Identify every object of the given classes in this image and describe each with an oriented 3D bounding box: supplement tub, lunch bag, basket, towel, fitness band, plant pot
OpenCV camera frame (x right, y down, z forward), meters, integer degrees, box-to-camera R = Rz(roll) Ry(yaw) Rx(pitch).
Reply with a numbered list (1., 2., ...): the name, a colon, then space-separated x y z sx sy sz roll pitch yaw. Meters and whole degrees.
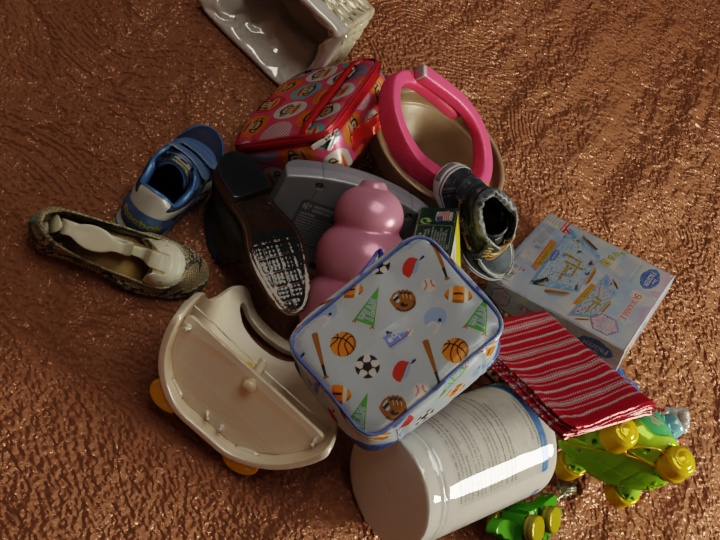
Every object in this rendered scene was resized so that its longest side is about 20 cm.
1. supplement tub: 0.103 0.205 1.052 0.199 0.132 0.133 -10 64 -38
2. lunch bag: -0.044 -0.183 1.211 0.201 0.175 0.082 -60 137 -44
3. basket: -0.096 -0.360 1.336 0.200 0.136 0.123 44 44 2
4. lunch bag: 0.036 0.066 0.975 0.199 0.076 0.160 -37 67 -13
5. towel: 0.221 0.111 1.107 0.144 0.023 0.200 -8 36 -33
6. fitness band: 0.097 -0.167 1.209 0.199 0.037 0.145 27 56 -42
7. plant pot: 0.087 -0.141 1.321 0.199 0.093 0.202 17 51 -23

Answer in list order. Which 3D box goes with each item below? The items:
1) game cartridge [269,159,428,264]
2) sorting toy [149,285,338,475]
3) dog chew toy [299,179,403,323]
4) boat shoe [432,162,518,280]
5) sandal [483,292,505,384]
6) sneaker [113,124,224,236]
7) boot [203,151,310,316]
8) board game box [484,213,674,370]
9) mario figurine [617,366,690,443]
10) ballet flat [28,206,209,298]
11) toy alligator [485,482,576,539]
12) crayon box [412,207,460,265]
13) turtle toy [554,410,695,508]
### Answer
1. game cartridge: -0.017 -0.058 1.165 0.199 0.134 0.041 18 43 -22
2. sorting toy: -0.111 0.098 1.022 0.200 0.107 0.180 43 29 -9
3. dog chew toy: 0.000 0.000 1.095 0.124 0.124 0.202 5 98 -29
4. boat shoe: 0.157 -0.040 1.190 0.091 0.071 0.201 41 -9 47
5. sandal: 0.178 0.111 1.237 0.075 0.045 0.201 6 43 -35
6. sneaker: -0.204 -0.111 1.120 0.074 0.082 0.201 31 45 -6
7. boot: -0.120 -0.026 1.110 0.074 0.097 0.201 -13 71 -32
8. board game box: 0.297 0.023 1.326 0.199 0.041 0.200 29 43 20
9. mario figurine: 0.352 0.167 1.254 0.123 0.106 0.201 -23 59 -4
10. ballet flat: -0.248 -0.018 1.026 0.199 0.075 0.068 20 78 -20
11. toy alligator: 0.198 0.288 1.111 0.199 0.059 0.055 -4 95 -53
12. crayon box: 0.088 0.045 1.139 0.050 0.201 0.127 1 34 11
13. turtle toy: 0.290 0.188 1.143 0.199 0.146 0.102 29 55 -7
